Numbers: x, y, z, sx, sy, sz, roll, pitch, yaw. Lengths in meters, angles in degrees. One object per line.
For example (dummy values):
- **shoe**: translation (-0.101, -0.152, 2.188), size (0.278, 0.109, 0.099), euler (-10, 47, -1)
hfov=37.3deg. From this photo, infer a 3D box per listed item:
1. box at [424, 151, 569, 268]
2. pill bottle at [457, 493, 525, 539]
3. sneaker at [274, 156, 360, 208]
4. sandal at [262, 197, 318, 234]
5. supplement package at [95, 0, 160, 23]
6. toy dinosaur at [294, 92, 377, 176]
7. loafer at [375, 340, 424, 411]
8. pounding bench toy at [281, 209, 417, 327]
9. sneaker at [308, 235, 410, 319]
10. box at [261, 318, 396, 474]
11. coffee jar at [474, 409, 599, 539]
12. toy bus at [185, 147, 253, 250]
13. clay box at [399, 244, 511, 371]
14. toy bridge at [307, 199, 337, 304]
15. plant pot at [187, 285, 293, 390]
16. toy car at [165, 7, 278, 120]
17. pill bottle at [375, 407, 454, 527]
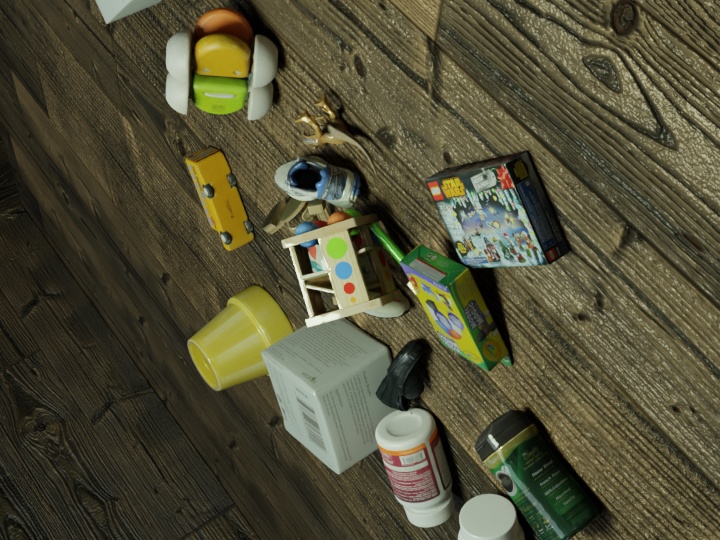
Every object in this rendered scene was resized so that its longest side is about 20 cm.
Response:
- **box**: translation (0.170, -0.072, 1.367), size (0.200, 0.040, 0.137), euler (-4, 113, 65)
- **pill bottle**: translation (0.225, 0.480, 1.803), size (0.114, 0.114, 0.200), euler (34, 146, 45)
- **sneaker**: translation (-0.086, -0.153, 1.708), size (0.200, 0.085, 0.077), euler (13, 88, 51)
- **sandal**: translation (-0.104, -0.096, 1.880), size (0.070, 0.078, 0.212), euler (31, 160, -17)
- **supplement package**: translation (-0.404, -0.531, 1.893), size (0.200, 0.117, 0.118), euler (-3, 115, 63)
- **toy dinosaur**: translation (-0.036, -0.211, 1.623), size (0.106, 0.060, 0.200), euler (44, 171, -28)
- **loafer**: translation (0.080, 0.182, 1.819), size (0.070, 0.068, 0.201), euler (35, 149, 9)
- **pounding bench toy**: translation (0.004, -0.020, 1.638), size (0.124, 0.200, 0.156), euler (-18, -89, -72)
- **sneaker**: translation (0.000, 0.000, 1.736), size (0.200, 0.070, 0.094), euler (31, 120, 17)
- **box**: translation (-0.047, 0.221, 1.975), size (0.200, 0.171, 0.199), euler (31, 144, 49)
- **coffee jar**: translation (0.255, 0.304, 1.573), size (0.200, 0.085, 0.104), euler (53, 159, 13)
- **toy bus**: translation (-0.284, -0.144, 2.164), size (0.078, 0.065, 0.200), euler (25, 139, 54)
- **clay box**: translation (0.140, 0.064, 1.533), size (0.115, 0.048, 0.200), euler (30, 154, 52)
- **toy bridge**: translation (-0.052, -0.043, 1.823), size (0.067, 0.027, 0.200), euler (-80, -21, -61)
- **plant pot**: translation (-0.262, 0.161, 2.321), size (0.201, 0.189, 0.201), euler (44, 152, 31)
- **toy car**: translation (-0.226, -0.343, 1.737), size (0.200, 0.175, 0.150), euler (109, 162, -61)
- **pill bottle**: translation (0.102, 0.354, 1.908), size (0.109, 0.109, 0.200), euler (25, 138, 53)
